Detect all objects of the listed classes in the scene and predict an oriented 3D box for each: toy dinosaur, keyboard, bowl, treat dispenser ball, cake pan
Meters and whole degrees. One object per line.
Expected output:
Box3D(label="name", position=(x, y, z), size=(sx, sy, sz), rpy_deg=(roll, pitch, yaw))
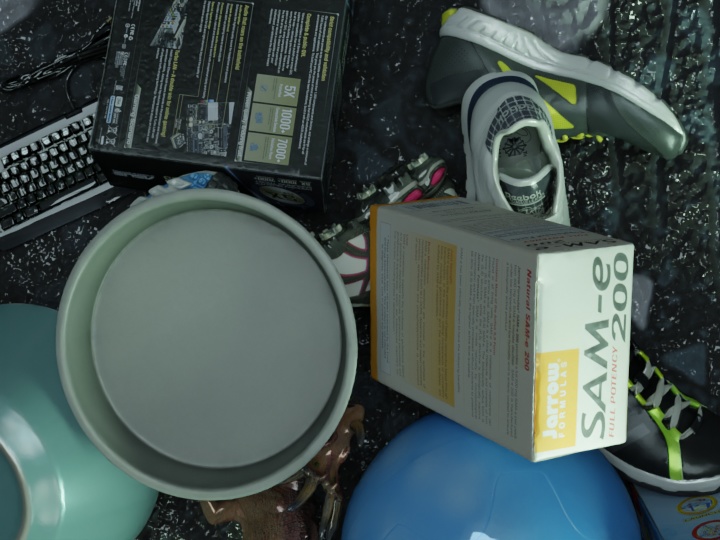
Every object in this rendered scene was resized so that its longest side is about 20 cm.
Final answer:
Box3D(label="toy dinosaur", position=(-0.051, 0.192, 1.011), size=(0.135, 0.086, 0.201), rpy_deg=(-10, 83, 44))
Box3D(label="keyboard", position=(-0.211, -0.110, 1.102), size=(0.199, 0.021, 0.128), rpy_deg=(-25, 86, 1))
Box3D(label="bowl", position=(-0.247, 0.133, 1.012), size=(0.200, 0.105, 0.202), rpy_deg=(6, 107, 19))
Box3D(label="treat dispenser ball", position=(0.087, 0.189, 0.979), size=(0.200, 0.201, 0.202), rpy_deg=(0, 87, 3))
Box3D(label="cake pan", position=(-0.098, 0.047, 0.958), size=(0.199, 0.037, 0.202), rpy_deg=(1, 94, 9))

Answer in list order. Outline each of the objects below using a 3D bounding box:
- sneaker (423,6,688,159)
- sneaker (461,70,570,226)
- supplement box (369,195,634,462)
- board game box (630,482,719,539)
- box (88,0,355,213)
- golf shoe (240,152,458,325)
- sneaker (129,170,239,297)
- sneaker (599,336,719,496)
Box3D(label="sneaker", position=(0.137, -0.117, 1.065), size=(0.199, 0.074, 0.085), rpy_deg=(26, 94, 13))
Box3D(label="sneaker", position=(0.113, -0.034, 1.018), size=(0.076, 0.081, 0.201), rpy_deg=(-19, 119, -4))
Box3D(label="supplement box", position=(0.084, 0.029, 0.939), size=(0.073, 0.200, 0.127), rpy_deg=(-7, 104, -28))
Box3D(label="board game box", position=(0.297, 0.174, 0.968), size=(0.199, 0.196, 0.056), rpy_deg=(-16, 104, 3))
Box3D(label="box", position=(-0.091, -0.156, 1.047), size=(0.163, 0.086, 0.201), rpy_deg=(6, 77, 2))
Box3D(label="golf shoe", position=(0.000, 0.000, 1.034), size=(0.200, 0.077, 0.088), rpy_deg=(-36, 103, -22))
Box3D(label="sneaker", position=(-0.140, 0.004, 1.039), size=(0.075, 0.087, 0.200), rpy_deg=(42, 116, 7))
Box3D(label="sneaker", position=(0.178, 0.085, 1.015), size=(0.199, 0.083, 0.072), rpy_deg=(23, 45, 16))
